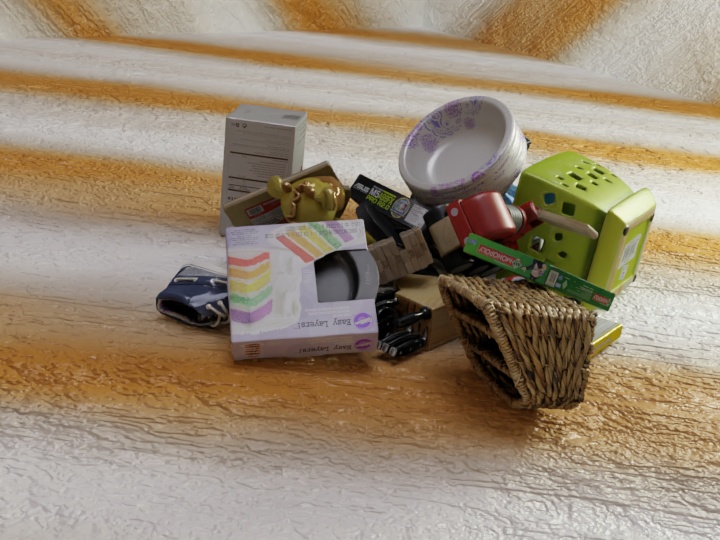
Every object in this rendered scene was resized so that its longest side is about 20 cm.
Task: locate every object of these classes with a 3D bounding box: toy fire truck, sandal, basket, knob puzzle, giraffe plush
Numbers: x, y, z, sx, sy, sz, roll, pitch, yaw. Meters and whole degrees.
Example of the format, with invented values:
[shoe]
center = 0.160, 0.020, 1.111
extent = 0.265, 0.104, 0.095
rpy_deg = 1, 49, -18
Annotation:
[toy fire truck]
center = 0.222, -0.063, 1.542
extent = 0.199, 0.129, 0.176
rpy_deg = -30, -17, 25
[sandal]
center = 0.068, -0.037, 1.598
extent = 0.200, 0.043, 0.076
rpy_deg = 43, 19, -39
[basket]
center = 0.176, 0.092, 1.295
extent = 0.148, 0.144, 0.200
rpy_deg = 6, 9, -16
[knob puzzle]
center = -0.109, -0.097, 1.675
extent = 0.218, 0.220, 0.031
rpy_deg = -6, 59, -29
[giraffe plush]
center = -0.069, -0.070, 1.569
extent = 0.171, 0.163, 0.200
rpy_deg = -4, 28, 12

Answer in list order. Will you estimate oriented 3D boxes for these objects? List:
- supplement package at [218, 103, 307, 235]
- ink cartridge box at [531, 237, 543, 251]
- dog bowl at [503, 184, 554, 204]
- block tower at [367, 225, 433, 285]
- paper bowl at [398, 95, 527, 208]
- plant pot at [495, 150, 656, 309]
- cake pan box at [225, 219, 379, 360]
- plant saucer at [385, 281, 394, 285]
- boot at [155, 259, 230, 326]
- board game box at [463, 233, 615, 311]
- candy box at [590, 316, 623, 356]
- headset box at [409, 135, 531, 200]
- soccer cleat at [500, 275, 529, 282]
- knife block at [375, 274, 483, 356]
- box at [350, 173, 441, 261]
[supplement package]
center = -0.162, -0.164, 1.773
extent = 0.119, 0.201, 0.121
rpy_deg = 8, 21, 4
[ink cartridge box]
center = 0.253, -0.045, 1.822
extent = 0.094, 0.037, 0.200
rpy_deg = 14, 24, 31
[dog bowl]
center = 0.266, -0.098, 1.771
extent = 0.049, 0.112, 0.199
rpy_deg = 30, 31, 29
[block tower]
center = 0.000, 0.000, 1.480
extent = 0.199, 0.058, 0.054
rpy_deg = -23, 7, 2
[paper bowl]
center = 0.169, -0.172, 1.682
extent = 0.199, 0.105, 0.202
rpy_deg = -19, 44, 19
[plant pot]
center = 0.351, -0.059, 1.684
extent = 0.181, 0.200, 0.200
rpy_deg = 25, 28, 27
[cake pan box]
center = -0.076, 0.023, 1.385
extent = 0.198, 0.052, 0.185
rpy_deg = -2, 58, -5
[plant saucer]
center = 0.013, -0.026, 1.716
extent = 0.198, 0.030, 0.200
rpy_deg = 6, 22, -3
[boot]
center = -0.174, 0.051, 1.430
extent = 0.199, 0.073, 0.090
rpy_deg = 13, 37, 18
[board game box]
center = 0.246, 0.004, 1.438
extent = 0.134, 0.029, 0.199
rpy_deg = 24, 3, 39
[candy box]
center = 0.282, 0.097, 1.487
extent = 0.102, 0.027, 0.199
rpy_deg = 21, 25, 32
[headset box]
center = 0.189, -0.159, 1.888
extent = 0.173, 0.201, 0.093
rpy_deg = -15, 45, -44
[soccer cleat]
center = 0.233, 0.047, 1.507
extent = 0.085, 0.069, 0.200
rpy_deg = 6, 4, 15
[knife block]
center = 0.098, 0.067, 1.457
extent = 0.198, 0.064, 0.176
rpy_deg = 5, 22, -7
[box]
center = 0.089, -0.074, 1.724
extent = 0.160, 0.044, 0.200
rpy_deg = 37, -4, -43
